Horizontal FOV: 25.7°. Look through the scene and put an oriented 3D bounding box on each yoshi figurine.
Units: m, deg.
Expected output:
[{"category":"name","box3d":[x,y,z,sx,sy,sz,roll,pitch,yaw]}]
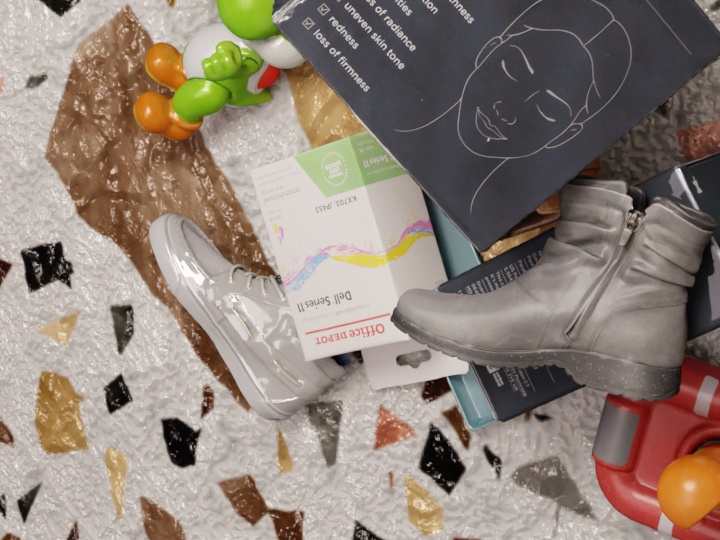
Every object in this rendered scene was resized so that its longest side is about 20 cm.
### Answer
[{"category":"yoshi figurine","box3d":[-0.106,-0.185,1.240,0.200,0.112,0.113,-27,92,37]}]

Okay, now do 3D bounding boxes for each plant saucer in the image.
[{"category":"plant saucer","box3d":[0.077,0.022,1.237,0.070,0.019,0.200,-26,85,31]}]

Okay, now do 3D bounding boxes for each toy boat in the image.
[{"category":"toy boat","box3d":[0.247,0.144,1.093,0.200,0.131,0.131,20,109,26]}]

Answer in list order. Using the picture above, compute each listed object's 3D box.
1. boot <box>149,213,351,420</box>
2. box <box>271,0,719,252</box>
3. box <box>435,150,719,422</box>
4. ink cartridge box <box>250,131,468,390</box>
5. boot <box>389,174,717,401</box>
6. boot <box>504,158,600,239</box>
[{"category":"boot","box3d":[-0.087,0.020,1.310,0.095,0.074,0.200,-35,90,25]},{"category":"box","box3d":[0.083,-0.157,0.978,0.197,0.124,0.200,-39,106,13]},{"category":"box","box3d":[0.182,0.007,1.096,0.200,0.148,0.107,-29,85,32]},{"category":"ink cartridge box","box3d":[0.000,0.000,1.231,0.117,0.067,0.200,-15,92,43]},{"category":"boot","box3d":[0.122,-0.002,1.011,0.199,0.070,0.132,11,102,17]},{"category":"boot","box3d":[0.144,-0.120,1.119,0.200,0.077,0.156,-25,73,37]}]
